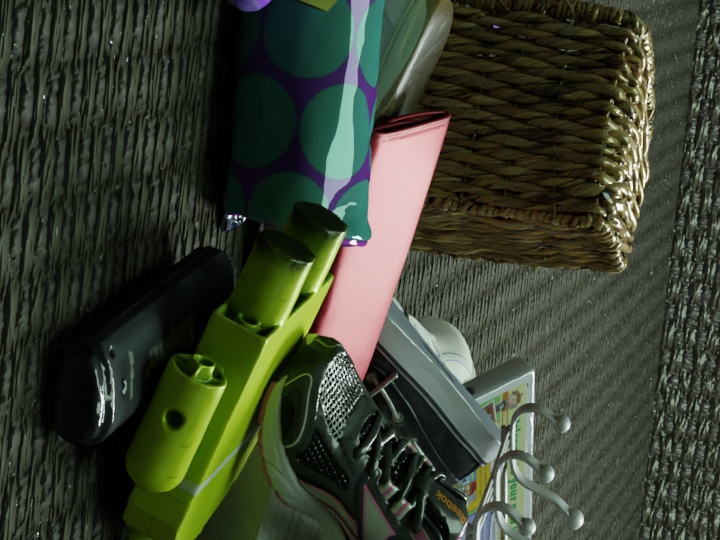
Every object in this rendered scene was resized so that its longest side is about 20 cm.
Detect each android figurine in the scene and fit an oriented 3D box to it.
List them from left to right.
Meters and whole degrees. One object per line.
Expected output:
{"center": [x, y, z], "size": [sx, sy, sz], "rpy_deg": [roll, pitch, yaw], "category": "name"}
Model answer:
{"center": [-0.070, 0.062, 1.321], "size": [0.200, 0.041, 0.182], "rpy_deg": [-63, 174, 22], "category": "android figurine"}

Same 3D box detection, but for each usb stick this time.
{"center": [-0.105, 0.035, 1.285], "size": [0.200, 0.032, 0.056], "rpy_deg": [-43, 143, -69], "category": "usb stick"}

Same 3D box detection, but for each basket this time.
{"center": [0.086, -0.089, 1.651], "size": [0.143, 0.199, 0.150], "rpy_deg": [49, 50, -71], "category": "basket"}

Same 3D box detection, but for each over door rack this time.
{"center": [0.091, 0.202, 1.597], "size": [0.148, 0.066, 0.201], "rpy_deg": [-60, 163, -64], "category": "over door rack"}

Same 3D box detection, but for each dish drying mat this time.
{"center": [0.000, 0.000, 1.518], "size": [0.077, 0.018, 0.201], "rpy_deg": [-17, 131, -50], "category": "dish drying mat"}

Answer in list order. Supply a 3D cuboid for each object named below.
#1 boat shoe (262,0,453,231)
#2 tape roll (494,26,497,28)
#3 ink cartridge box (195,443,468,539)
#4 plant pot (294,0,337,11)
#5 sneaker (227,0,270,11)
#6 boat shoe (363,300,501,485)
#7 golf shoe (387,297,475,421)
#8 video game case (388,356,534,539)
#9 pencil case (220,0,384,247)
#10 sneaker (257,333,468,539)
{"center": [-0.017, -0.081, 1.511], "size": [0.200, 0.066, 0.074], "rpy_deg": [-61, 165, -1], "category": "boat shoe"}
{"center": [0.067, -0.254, 1.736], "size": [0.200, 0.085, 0.201], "rpy_deg": [7, 90, -76], "category": "tape roll"}
{"center": [-0.007, 0.158, 1.495], "size": [0.200, 0.068, 0.115], "rpy_deg": [41, 51, -36], "category": "ink cartridge box"}
{"center": [-0.024, -0.234, 1.232], "size": [0.201, 0.187, 0.187], "rpy_deg": [-68, 167, 5], "category": "plant pot"}
{"center": [-0.022, -0.230, 1.338], "size": [0.070, 0.099, 0.201], "rpy_deg": [46, 52, -70], "category": "sneaker"}
{"center": [0.010, 0.061, 1.625], "size": [0.199, 0.068, 0.074], "rpy_deg": [49, 6, -30], "category": "boat shoe"}
{"center": [0.032, 0.055, 1.787], "size": [0.200, 0.078, 0.098], "rpy_deg": [-53, 142, -66], "category": "golf shoe"}
{"center": [0.040, 0.171, 1.748], "size": [0.182, 0.022, 0.201], "rpy_deg": [-25, 134, -25], "category": "video game case"}
{"center": [-0.027, -0.116, 1.419], "size": [0.092, 0.085, 0.201], "rpy_deg": [-10, 107, -77], "category": "pencil case"}
{"center": [0.015, 0.115, 1.375], "size": [0.080, 0.086, 0.200], "rpy_deg": [-61, 142, -37], "category": "sneaker"}
